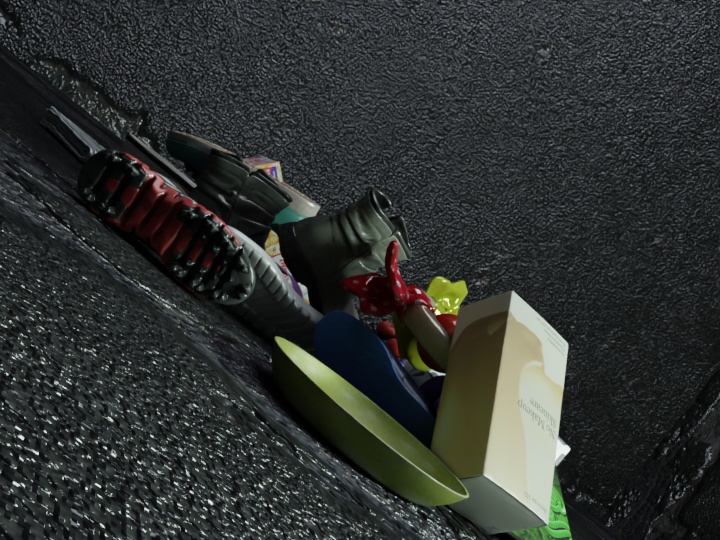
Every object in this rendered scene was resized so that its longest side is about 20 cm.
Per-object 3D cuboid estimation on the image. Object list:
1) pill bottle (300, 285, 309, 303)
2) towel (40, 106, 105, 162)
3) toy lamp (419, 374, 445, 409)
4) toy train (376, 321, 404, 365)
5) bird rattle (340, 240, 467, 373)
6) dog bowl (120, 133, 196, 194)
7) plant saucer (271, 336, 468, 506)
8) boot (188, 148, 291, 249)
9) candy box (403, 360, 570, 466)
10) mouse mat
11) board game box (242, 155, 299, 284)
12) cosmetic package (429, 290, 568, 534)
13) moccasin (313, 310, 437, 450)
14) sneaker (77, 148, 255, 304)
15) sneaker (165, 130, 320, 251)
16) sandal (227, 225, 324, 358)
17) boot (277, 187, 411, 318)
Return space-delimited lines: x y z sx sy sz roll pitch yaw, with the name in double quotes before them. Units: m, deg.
"pill bottle" -0.117 -0.003 1.460 0.200 0.109 0.109 40 -1 -29
"towel" -0.362 -0.147 1.353 0.149 0.031 0.200 41 -2 36
"toy lamp" 0.135 0.209 1.081 0.200 0.058 0.058 56 -7 -21
"toy train" -0.005 0.110 1.121 0.115 0.085 0.200 23 10 -12
"bird rattle" 0.080 0.053 0.986 0.163 0.113 0.200 50 0 26
"dog bowl" -0.241 -0.086 1.210 0.200 0.074 0.200 40 -1 0
"plant saucer" 0.000 0.127 0.752 0.200 0.031 0.200 39 0 0
"boot" -0.118 -0.036 1.054 0.200 0.131 0.068 39 0 -13
"candy box" 0.142 0.181 1.190 0.200 0.072 0.168 47 -20 -6
"mouse mat" 0.180 0.233 0.987 0.200 0.008 0.161 45 29 -40
"board game box" -0.125 -0.049 1.257 0.151 0.046 0.201 -147 -133 -73
"cosmetic package" 0.132 0.132 0.880 0.071 0.201 0.105 -23 -50 40
"moccasin" 0.021 0.130 0.933 0.200 0.080 0.068 54 1 20
"sneaker" -0.177 -0.040 0.903 0.200 0.071 0.098 38 1 7
"sneaker" -0.152 -0.092 1.110 0.199 0.080 0.071 30 6 -3
"sandal" -0.092 0.024 0.982 0.203 0.082 0.050 49 35 -23
"boot" 0.000 0.000 1.034 0.200 0.130 0.068 63 13 -49
